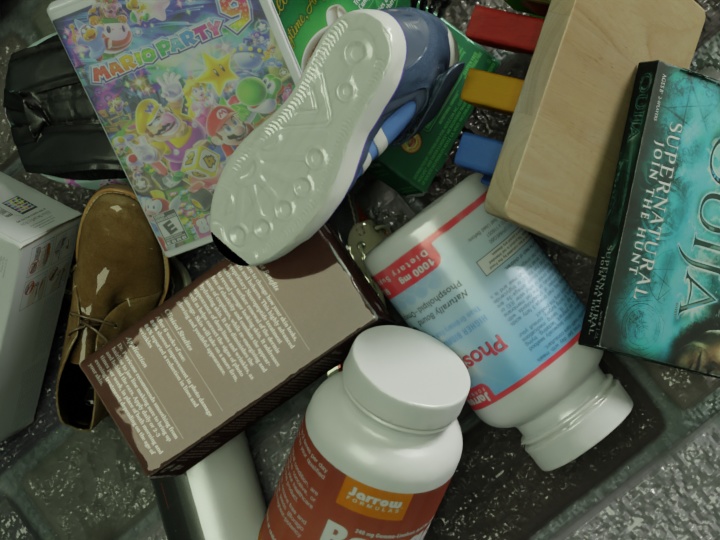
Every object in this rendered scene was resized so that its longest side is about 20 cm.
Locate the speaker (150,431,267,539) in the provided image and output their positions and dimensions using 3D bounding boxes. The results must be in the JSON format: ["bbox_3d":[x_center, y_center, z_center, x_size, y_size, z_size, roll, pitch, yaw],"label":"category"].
[{"bbox_3d":[-0.111,0.178,1.168,0.081,0.081,0.200,-18,81,13],"label":"speaker"}]

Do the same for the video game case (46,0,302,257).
[{"bbox_3d":[-0.110,-0.118,1.075,0.143,0.018,0.200,-20,115,7],"label":"video game case"}]

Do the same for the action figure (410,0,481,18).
[{"bbox_3d":[0.064,-0.261,1.137,0.119,0.200,0.102,39,134,-2],"label":"action figure"}]

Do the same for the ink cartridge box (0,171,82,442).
[{"bbox_3d":[-0.326,0.015,1.195,0.175,0.084,0.200,27,119,14],"label":"ink cartridge box"}]

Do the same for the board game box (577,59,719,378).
[{"bbox_3d":[0.233,-0.031,1.076,0.135,0.028,0.200,14,87,-26],"label":"board game box"}]

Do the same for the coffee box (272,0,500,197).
[{"bbox_3d":[-0.008,-0.158,1.125,0.200,0.044,0.123,33,78,-18],"label":"coffee box"}]

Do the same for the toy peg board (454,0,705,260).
[{"bbox_3d":[0.135,-0.124,1.079,0.098,0.200,0.199,19,91,33],"label":"toy peg board"}]

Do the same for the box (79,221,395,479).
[{"bbox_3d":[-0.087,0.051,1.098,0.200,0.075,0.100,-35,78,8],"label":"box"}]

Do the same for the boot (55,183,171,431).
[{"bbox_3d":[-0.190,0.033,1.158,0.074,0.075,0.200,15,119,5],"label":"boot"}]

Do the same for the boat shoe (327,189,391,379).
[{"bbox_3d":[0.000,0.000,1.158,0.063,0.071,0.200,-7,83,6],"label":"boat shoe"}]

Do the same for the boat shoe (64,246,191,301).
[{"bbox_3d":[-0.231,-0.013,1.225,0.200,0.060,0.072,22,91,16],"label":"boat shoe"}]

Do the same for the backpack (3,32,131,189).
[{"bbox_3d":[-0.166,-0.124,1.183,0.200,0.127,0.167,-8,82,11],"label":"backpack"}]

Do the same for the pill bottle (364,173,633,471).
[{"bbox_3d":[0.101,0.039,1.098,0.109,0.109,0.200,-37,91,9],"label":"pill bottle"}]

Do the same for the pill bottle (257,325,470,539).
[{"bbox_3d":[0.004,0.141,1.082,0.112,0.112,0.200,31,124,15],"label":"pill bottle"}]

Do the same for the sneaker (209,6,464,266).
[{"bbox_3d":[-0.005,-0.089,1.049,0.081,0.146,0.200,40,110,18],"label":"sneaker"}]
